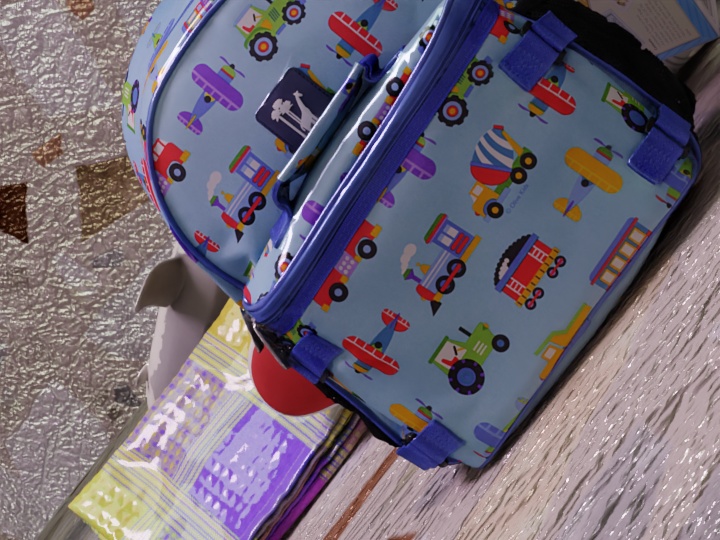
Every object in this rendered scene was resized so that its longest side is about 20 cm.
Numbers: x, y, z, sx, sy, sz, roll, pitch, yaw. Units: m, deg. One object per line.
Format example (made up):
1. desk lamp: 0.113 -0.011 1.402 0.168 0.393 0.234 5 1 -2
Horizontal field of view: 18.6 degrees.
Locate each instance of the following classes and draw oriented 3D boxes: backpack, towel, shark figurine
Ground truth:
1. backpack: 0.007 -0.048 0.830 0.183 0.200 0.135 -50 5 12
2. towel: -0.064 0.080 1.173 0.200 0.023 0.144 -52 42 -2
3. shark figurine: -0.083 0.057 1.284 0.128 0.089 0.215 -55 -21 -63

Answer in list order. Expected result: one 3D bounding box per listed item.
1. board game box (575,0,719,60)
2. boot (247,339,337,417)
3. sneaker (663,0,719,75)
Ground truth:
1. board game box: 0.042 -0.142 0.891 0.134 0.200 0.034 -21 45 24
2. boot: 0.015 0.014 1.039 0.200 0.072 0.144 -42 10 18
3. sneaker: 0.148 -0.142 1.033 0.099 0.078 0.200 -39 22 43
